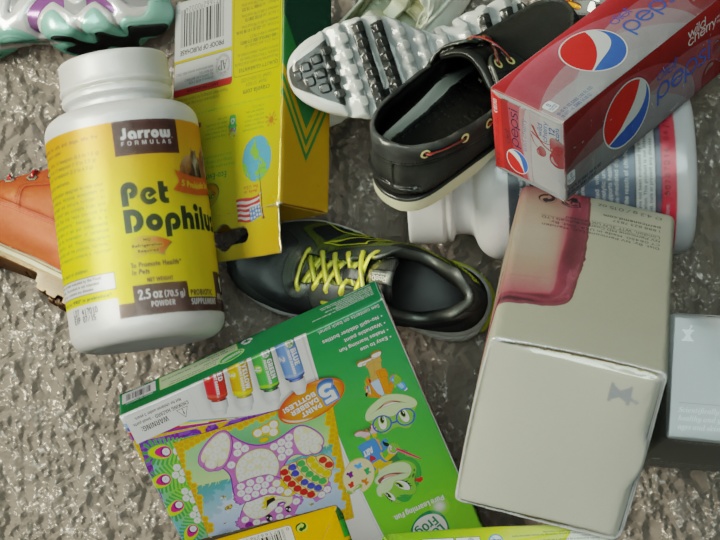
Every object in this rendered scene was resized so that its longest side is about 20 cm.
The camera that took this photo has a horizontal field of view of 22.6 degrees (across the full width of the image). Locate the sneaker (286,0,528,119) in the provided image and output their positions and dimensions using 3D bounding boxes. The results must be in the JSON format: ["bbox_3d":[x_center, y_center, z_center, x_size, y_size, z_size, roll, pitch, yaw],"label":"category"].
[{"bbox_3d":[0.034,-0.142,1.279,0.199,0.081,0.076,-10,86,-27],"label":"sneaker"}]

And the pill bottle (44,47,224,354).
[{"bbox_3d":[-0.159,-0.048,1.249,0.108,0.109,0.202,-9,84,3],"label":"pill bottle"}]

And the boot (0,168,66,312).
[{"bbox_3d":[-0.244,-0.046,1.326,0.199,0.075,0.108,29,82,-1],"label":"boot"}]

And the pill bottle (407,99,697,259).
[{"bbox_3d":[0.132,-0.068,1.273,0.198,0.120,0.121,-2,82,3],"label":"pill bottle"}]

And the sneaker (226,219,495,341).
[{"bbox_3d":[0.000,0.000,1.291,0.198,0.085,0.075,8,82,5],"label":"sneaker"}]

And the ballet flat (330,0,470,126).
[{"bbox_3d":[0.023,-0.187,1.326,0.069,0.069,0.200,43,87,9],"label":"ballet flat"}]

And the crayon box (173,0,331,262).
[{"bbox_3d":[-0.081,-0.103,1.295,0.126,0.051,0.202,-6,79,46],"label":"crayon box"}]

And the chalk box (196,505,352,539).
[{"bbox_3d":[-0.049,0.280,1.208,0.123,0.201,0.124,-13,41,-8],"label":"chalk box"}]

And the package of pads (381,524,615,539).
[{"bbox_3d":[0.089,0.220,1.190,0.153,0.200,0.069,-3,70,-1],"label":"package of pads"}]

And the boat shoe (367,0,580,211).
[{"bbox_3d":[0.083,-0.123,1.208,0.073,0.063,0.201,34,61,29],"label":"boat shoe"}]

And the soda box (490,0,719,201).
[{"bbox_3d":[0.174,-0.134,1.199,0.063,0.070,0.200,29,53,34],"label":"soda box"}]

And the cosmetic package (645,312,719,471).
[{"bbox_3d":[0.244,0.085,1.202,0.106,0.200,0.091,4,82,5],"label":"cosmetic package"}]

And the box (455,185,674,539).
[{"bbox_3d":[0.134,0.053,1.153,0.108,0.200,0.129,13,121,4],"label":"box"}]

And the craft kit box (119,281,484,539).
[{"bbox_3d":[-0.039,0.137,1.254,0.199,0.049,0.199,-24,111,1],"label":"craft kit box"}]

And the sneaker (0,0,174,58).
[{"bbox_3d":[-0.240,-0.233,1.345,0.198,0.078,0.141,-4,82,3],"label":"sneaker"}]

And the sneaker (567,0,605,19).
[{"bbox_3d":[0.175,-0.218,1.315,0.077,0.078,0.200,-38,82,3],"label":"sneaker"}]
